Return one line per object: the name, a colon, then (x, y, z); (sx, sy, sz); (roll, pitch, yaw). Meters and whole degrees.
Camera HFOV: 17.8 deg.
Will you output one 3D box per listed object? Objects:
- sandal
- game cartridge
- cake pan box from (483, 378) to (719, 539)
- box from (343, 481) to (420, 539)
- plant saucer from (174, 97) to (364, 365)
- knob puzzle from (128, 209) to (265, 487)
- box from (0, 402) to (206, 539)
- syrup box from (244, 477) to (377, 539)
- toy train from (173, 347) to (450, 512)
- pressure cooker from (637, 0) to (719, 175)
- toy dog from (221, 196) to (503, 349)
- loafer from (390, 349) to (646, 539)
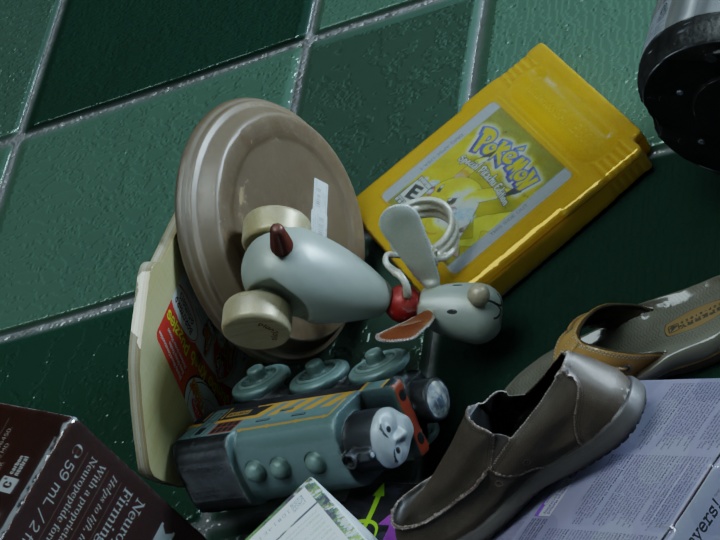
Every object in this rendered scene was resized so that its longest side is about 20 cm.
sandal: (0.173, 0.053, 1.537); (0.200, 0.055, 0.082); (-27, 41, 16)
game cartridge: (0.103, -0.067, 1.725); (0.200, 0.032, 0.176); (-42, 39, 1)
cake pan box: (0.158, 0.152, 1.405); (0.200, 0.052, 0.184); (-53, 19, -24)
box: (0.023, 0.231, 1.507); (0.143, 0.036, 0.200); (-2, 54, 38)
plant saucer: (-0.059, -0.031, 1.687); (0.029, 0.200, 0.200); (-13, 46, 37)
knob puzzle: (-0.131, 0.068, 1.655); (0.030, 0.220, 0.220); (0, 53, 21)
box: (-0.233, 0.210, 1.604); (0.164, 0.200, 0.166); (5, 58, 42)
syrup box: (0.005, 0.224, 1.438); (0.079, 0.081, 0.200); (-44, 40, -2)
toy train: (-0.035, 0.115, 1.603); (0.200, 0.085, 0.114); (-10, 21, 35)
pressure cooker: (0.289, -0.180, 1.564); (0.176, 0.179, 0.200); (-9, 49, 37)
toy dog: (0.000, 0.000, 1.591); (0.200, 0.096, 0.132); (-10, 66, -14)
loafer: (0.087, 0.109, 1.451); (0.200, 0.071, 0.073); (-39, 16, 26)
